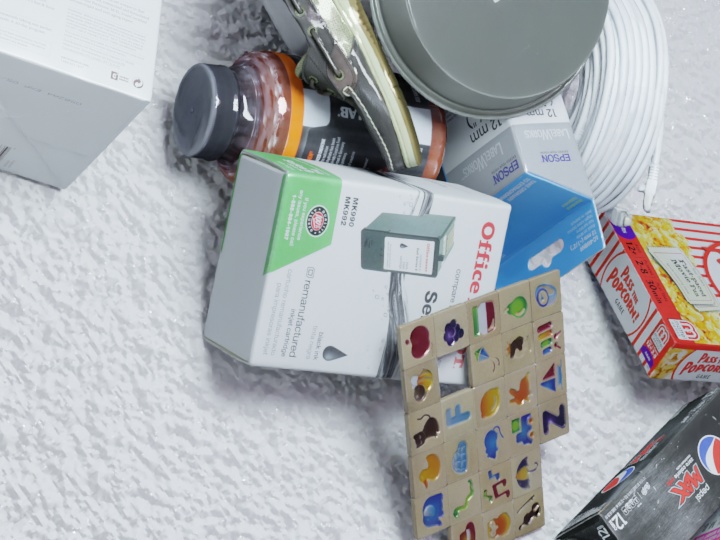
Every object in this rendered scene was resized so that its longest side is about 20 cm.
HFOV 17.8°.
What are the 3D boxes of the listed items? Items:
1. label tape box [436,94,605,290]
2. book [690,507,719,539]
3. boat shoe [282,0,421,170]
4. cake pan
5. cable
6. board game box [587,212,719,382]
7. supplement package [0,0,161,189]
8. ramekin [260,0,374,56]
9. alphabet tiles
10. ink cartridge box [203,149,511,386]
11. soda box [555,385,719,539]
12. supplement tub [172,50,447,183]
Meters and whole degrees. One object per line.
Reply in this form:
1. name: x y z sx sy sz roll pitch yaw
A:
1. label tape box: 0.103 -0.081 1.808 0.066 0.143 0.201 -2 69 -34
2. book: 0.285 0.234 1.781 0.048 0.134 0.200 45 51 -7
3. boat shoe: -0.019 -0.160 1.685 0.066 0.072 0.202 -25 93 3
4. cake pan: 0.103 -0.214 1.717 0.199 0.037 0.201 0 90 -23
5. cable: 0.171 -0.143 1.848 0.069 0.200 0.201 6 95 -30
6. board game box: 0.298 0.027 1.918 0.199 0.046 0.152 5 43 -32
7. supplement package: -0.237 -0.194 1.632 0.151 0.151 0.201 18 59 -25
8. ramekin: 0.008 -0.247 1.798 0.200 0.200 0.098 -28 93 -39
9. alphabet tiles: 0.097 0.115 1.728 0.167 0.008 0.201 -18 111 -38
10. ink cartridge box: 0.000 0.000 1.699 0.199 0.084 0.147 6 99 -31
11. soda box: 0.244 0.176 1.828 0.200 0.063 0.071 -38 92 -39
12. supplement tub: -0.040 -0.109 1.751 0.199 0.107 0.107 7 64 -31
